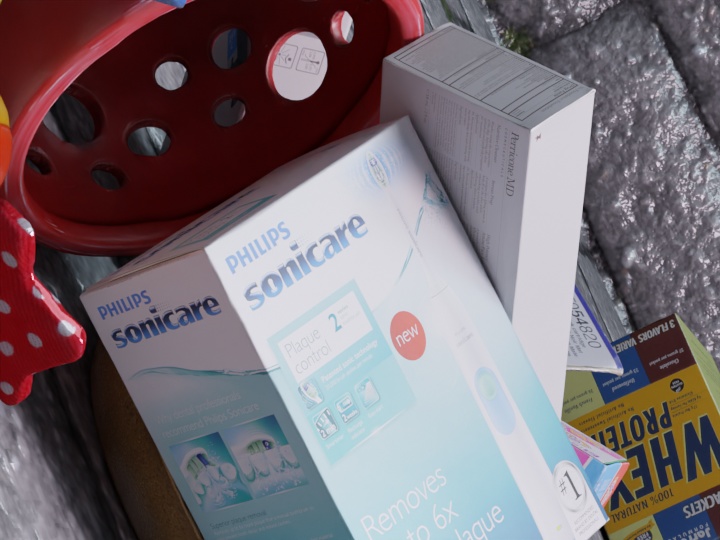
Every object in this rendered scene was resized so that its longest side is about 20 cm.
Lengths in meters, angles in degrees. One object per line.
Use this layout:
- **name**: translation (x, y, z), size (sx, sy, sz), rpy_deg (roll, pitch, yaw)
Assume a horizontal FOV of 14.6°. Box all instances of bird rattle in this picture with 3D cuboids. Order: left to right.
- **bird rattle**: translation (-0.151, -0.048, 1.029), size (0.163, 0.113, 0.200), rpy_deg (137, -68, -84)

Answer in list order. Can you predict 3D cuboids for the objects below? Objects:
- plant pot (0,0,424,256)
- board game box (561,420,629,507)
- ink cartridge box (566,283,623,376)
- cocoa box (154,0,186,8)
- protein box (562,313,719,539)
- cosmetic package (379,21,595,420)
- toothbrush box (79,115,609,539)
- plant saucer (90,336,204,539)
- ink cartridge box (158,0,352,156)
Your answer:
- **plant pot**: translation (-0.099, -0.132, 1.223), size (0.183, 0.200, 0.200), rpy_deg (59, 7, 27)
- **board game box**: translation (0.050, 0.074, 1.570), size (0.200, 0.040, 0.153), rpy_deg (31, 2, 11)
- **ink cartridge box**: translation (0.017, -0.003, 1.518), size (0.200, 0.041, 0.200), rpy_deg (5, 38, -29)
- **cocoa box**: translation (-0.141, -0.206, 1.083), size (0.200, 0.131, 0.133), rpy_deg (20, -16, 30)
- **protein box**: translation (0.277, 0.173, 2.515), size (0.200, 0.135, 0.199), rpy_deg (68, 10, 18)
- **cosmetic package**: translation (0.051, -0.002, 1.237), size (0.083, 0.051, 0.200), rpy_deg (30, -46, 32)
- **toothbrush box**: translation (-0.004, 0.058, 1.173), size (0.146, 0.085, 0.200), rpy_deg (-34, 100, -46)
- **plant saucer**: translation (-0.070, 0.094, 1.252), size (0.200, 0.035, 0.200), rpy_deg (60, 11, -21)
- **ink cartridge box**: translation (-0.062, -0.109, 1.399), size (0.045, 0.200, 0.176), rpy_deg (11, 21, -23)
